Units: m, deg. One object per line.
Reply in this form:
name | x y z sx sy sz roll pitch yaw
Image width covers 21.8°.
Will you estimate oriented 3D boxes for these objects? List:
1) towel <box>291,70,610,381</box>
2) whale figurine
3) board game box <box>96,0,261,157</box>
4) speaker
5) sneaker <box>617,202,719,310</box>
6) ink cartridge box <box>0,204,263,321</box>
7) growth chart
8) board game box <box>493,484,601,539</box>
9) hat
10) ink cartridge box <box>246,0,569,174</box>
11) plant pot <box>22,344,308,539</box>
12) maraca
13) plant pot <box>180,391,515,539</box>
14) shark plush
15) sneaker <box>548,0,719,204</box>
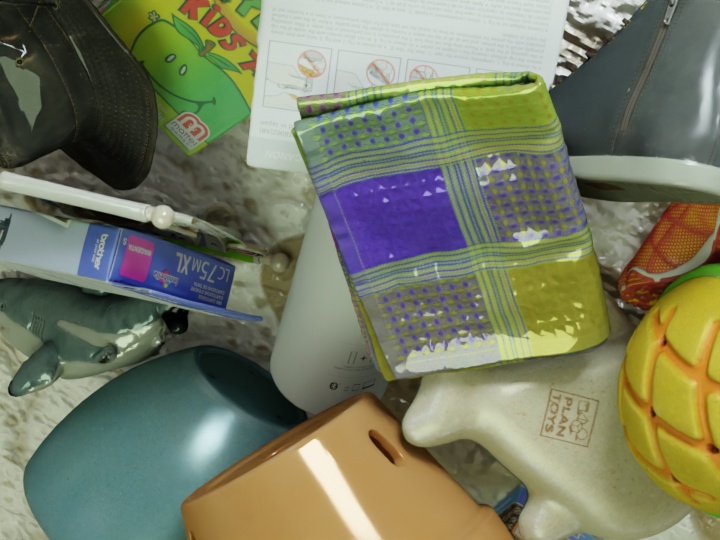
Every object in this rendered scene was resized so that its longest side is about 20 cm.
towel | 0.052 -0.019 1.011 0.143 0.023 0.201 -6 132 14
whale figurine | 0.118 0.087 1.136 0.199 0.160 0.104 13 179 -14
board game box | -0.064 -0.154 1.072 0.102 0.048 0.200 46 132 -17
speaker | 0.000 0.000 1.156 0.081 0.081 0.201 22 135 5
sneaker | 0.206 -0.029 1.053 0.073 0.078 0.200 14 152 -14
ink cartridge box | -0.167 -0.008 1.183 0.199 0.042 0.119 13 176 35
growth chart | -0.142 -0.033 1.159 0.144 0.018 0.200 12 176 20
board game box | 0.079 0.276 1.279 0.097 0.200 0.159 36 134 -8
hat | -0.211 -0.116 1.103 0.200 0.081 0.201 35 147 27
ink cartridge box | 0.027 -0.146 0.982 0.161 0.057 0.201 8 121 0
plant pot | -0.108 0.132 1.269 0.199 0.200 0.135 33 105 -6
maraca | 0.207 0.057 1.005 0.138 0.106 0.200 65 150 19
plant pot | -0.018 0.167 1.135 0.200 0.200 0.141 -31 90 40
shark plush | -0.179 0.027 1.273 0.199 0.091 0.084 -16 90 45
sneaker | 0.137 -0.096 1.026 0.074 0.107 0.199 15 176 -39
